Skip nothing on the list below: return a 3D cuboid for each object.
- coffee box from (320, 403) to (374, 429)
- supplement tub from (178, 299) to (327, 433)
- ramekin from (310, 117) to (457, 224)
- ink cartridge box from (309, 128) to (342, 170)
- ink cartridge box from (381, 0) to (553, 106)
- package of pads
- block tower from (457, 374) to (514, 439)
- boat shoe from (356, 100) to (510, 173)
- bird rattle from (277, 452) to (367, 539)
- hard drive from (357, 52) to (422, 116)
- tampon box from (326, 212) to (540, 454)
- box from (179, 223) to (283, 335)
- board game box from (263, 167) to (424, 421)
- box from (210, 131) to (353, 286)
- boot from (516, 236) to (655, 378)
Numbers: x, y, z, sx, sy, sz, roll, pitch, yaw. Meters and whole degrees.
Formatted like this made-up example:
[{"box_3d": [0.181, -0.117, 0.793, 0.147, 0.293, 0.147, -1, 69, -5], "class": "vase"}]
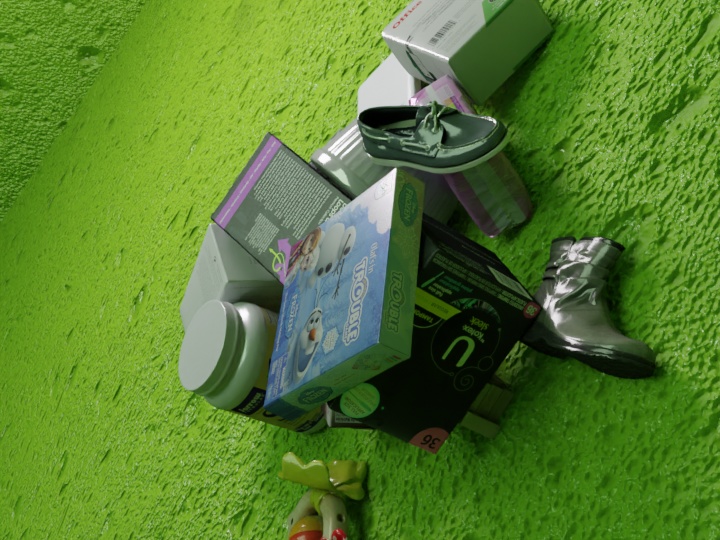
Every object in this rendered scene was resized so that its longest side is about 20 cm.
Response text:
[{"box_3d": [-0.002, 0.082, 1.303, 0.113, 0.078, 0.204, -145, 58, -80], "class": "coffee box"}, {"box_3d": [-0.130, 0.128, 1.448, 0.145, 0.198, 0.147, -32, 47, 43], "class": "supplement tub"}, {"box_3d": [0.038, -0.113, 1.381, 0.094, 0.202, 0.202, -49, 30, 0], "class": "ramekin"}, {"box_3d": [-0.086, -0.123, 1.638, 0.198, 0.047, 0.201, -48, 12, 23], "class": "ink cartridge box"}, {"box_3d": [0.137, -0.317, 1.426, 0.146, 0.084, 0.200, -44, 32, -3], "class": "ink cartridge box"}, {"box_3d": [0.132, -0.140, 1.305, 0.075, 0.121, 0.201, -31, 36, 8], "class": "package of pads"}, {"box_3d": [0.105, 0.112, 1.228, 0.058, 0.054, 0.200, -59, 30, 12], "class": "block tower"}, {"box_3d": [0.076, -0.157, 1.213, 0.198, 0.062, 0.073, 5, 50, 42], "class": "boat shoe"}, {"box_3d": [-0.040, 0.327, 1.300, 0.164, 0.111, 0.202, -53, 42, 43], "class": "bird rattle"}, {"box_3d": [0.042, -0.234, 1.559, 0.132, 0.025, 0.202, -41, 34, 36], "class": "hard drive"}, {"box_3d": [0.060, 0.061, 1.131, 0.201, 0.149, 0.127, -57, 28, 14], "class": "tampon box"}, {"box_3d": [-0.161, 0.036, 1.546, 0.201, 0.150, 0.107, -61, 41, 44], "class": "box"}, {"box_3d": [-0.017, 0.027, 1.085, 0.198, 0.043, 0.203, -33, 40, 44], "class": "board game box"}, {"box_3d": [-0.094, -0.070, 1.409, 0.200, 0.036, 0.144, 41, 99, 31], "class": "box"}, {"box_3d": [0.232, 0.027, 1.069, 0.199, 0.067, 0.132, 16, 81, 62], "class": "boot"}]
